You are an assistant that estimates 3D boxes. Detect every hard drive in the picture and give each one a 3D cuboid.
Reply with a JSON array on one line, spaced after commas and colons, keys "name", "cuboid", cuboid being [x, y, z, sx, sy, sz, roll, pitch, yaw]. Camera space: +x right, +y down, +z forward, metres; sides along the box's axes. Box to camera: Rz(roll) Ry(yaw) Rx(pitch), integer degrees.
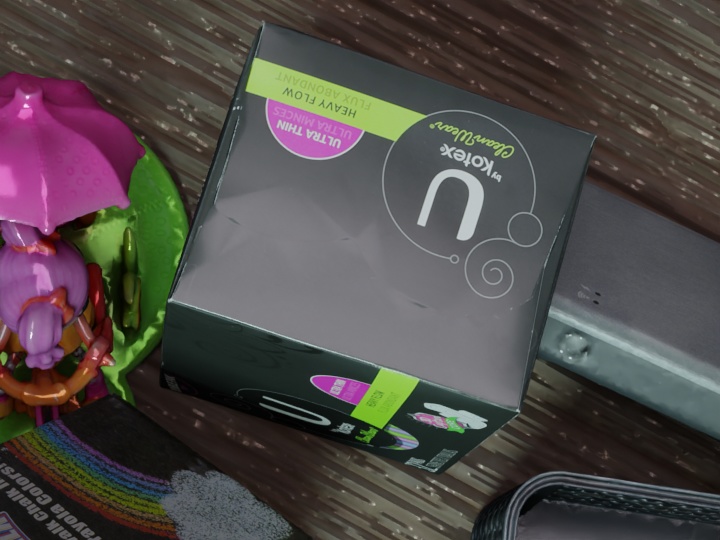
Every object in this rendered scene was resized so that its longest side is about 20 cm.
[{"name": "hard drive", "cuboid": [0.178, 0.036, 0.914, 0.200, 0.140, 0.033, 25, 118, 0]}]

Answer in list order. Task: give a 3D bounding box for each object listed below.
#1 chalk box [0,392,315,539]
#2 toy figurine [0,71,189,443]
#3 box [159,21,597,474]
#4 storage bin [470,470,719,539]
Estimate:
[{"name": "chalk box", "cuboid": [-0.131, 0.153, 0.775, 0.125, 0.200, 0.124, 34, 116, 18]}, {"name": "toy figurine", "cuboid": [-0.144, -0.004, 0.852, 0.150, 0.184, 0.200, -4, 79, -7]}, {"name": "box", "cuboid": [0.000, 0.000, 0.859, 0.148, 0.200, 0.124, 18, 76, -2]}, {"name": "storage bin", "cuboid": [0.149, 0.174, 0.893, 0.200, 0.094, 0.135, 9, 76, -5]}]
